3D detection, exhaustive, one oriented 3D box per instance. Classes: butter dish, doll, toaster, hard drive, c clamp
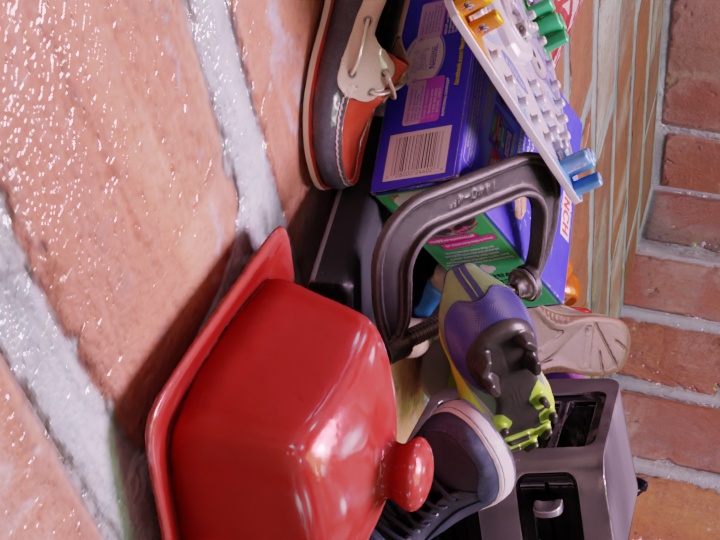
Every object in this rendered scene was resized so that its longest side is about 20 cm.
[{"bbox_3d":[-0.027,0.110,0.774,0.201,0.146,0.202,-60,155,-50],"label":"butter dish"},{"bbox_3d":[0.050,-0.025,1.082,0.136,0.048,0.203,-135,-134,-72],"label":"doll"},{"bbox_3d":[0.137,0.178,1.070,0.200,0.178,0.120,-49,131,-63],"label":"toaster"},{"bbox_3d":[0.000,0.000,0.944,0.201,0.032,0.141,-75,166,-50],"label":"hard drive"},{"bbox_3d":[0.067,0.010,0.890,0.199,0.027,0.173,-28,126,-28],"label":"c clamp"}]

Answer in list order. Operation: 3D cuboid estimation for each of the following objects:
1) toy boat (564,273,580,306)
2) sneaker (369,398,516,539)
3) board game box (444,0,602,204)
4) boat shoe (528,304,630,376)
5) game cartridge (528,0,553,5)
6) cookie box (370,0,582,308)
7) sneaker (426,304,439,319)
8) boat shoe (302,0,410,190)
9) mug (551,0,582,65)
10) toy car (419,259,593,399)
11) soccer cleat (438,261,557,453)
[{"bbox_3d":[0.191,0.019,1.423,0.129,0.130,0.203,11,90,-35],"label":"toy boat"},{"bbox_3d":[0.021,0.173,0.874,0.146,0.077,0.203,-36,167,-28],"label":"sneaker"},{"bbox_3d":[0.109,-0.179,0.904,0.200,0.026,0.202,48,28,-40],"label":"board game box"},{"bbox_3d":[0.145,0.056,1.137,0.198,0.065,0.073,7,94,-29],"label":"boat shoe"},{"bbox_3d":[0.128,-0.328,1.094,0.038,0.129,0.202,-19,-129,57],"label":"game cartridge"},{"bbox_3d":[0.096,-0.087,0.983,0.200,0.074,0.173,42,50,-48],"label":"cookie box"},{"bbox_3d":[0.074,-0.010,1.204,0.092,0.075,0.200,-54,-173,26],"label":"sneaker"},{"bbox_3d":[0.005,-0.152,0.878,0.071,0.062,0.203,-17,117,-73],"label":"boat shoe"},{"bbox_3d":[0.136,-0.285,1.189,0.133,0.176,0.202,-18,-131,62],"label":"mug"},{"bbox_3d":[0.156,0.067,1.270,0.175,0.148,0.202,148,-38,-69],"label":"toy car"},{"bbox_3d":[0.090,0.066,0.872,0.201,0.064,0.084,75,-11,-57],"label":"soccer cleat"}]
